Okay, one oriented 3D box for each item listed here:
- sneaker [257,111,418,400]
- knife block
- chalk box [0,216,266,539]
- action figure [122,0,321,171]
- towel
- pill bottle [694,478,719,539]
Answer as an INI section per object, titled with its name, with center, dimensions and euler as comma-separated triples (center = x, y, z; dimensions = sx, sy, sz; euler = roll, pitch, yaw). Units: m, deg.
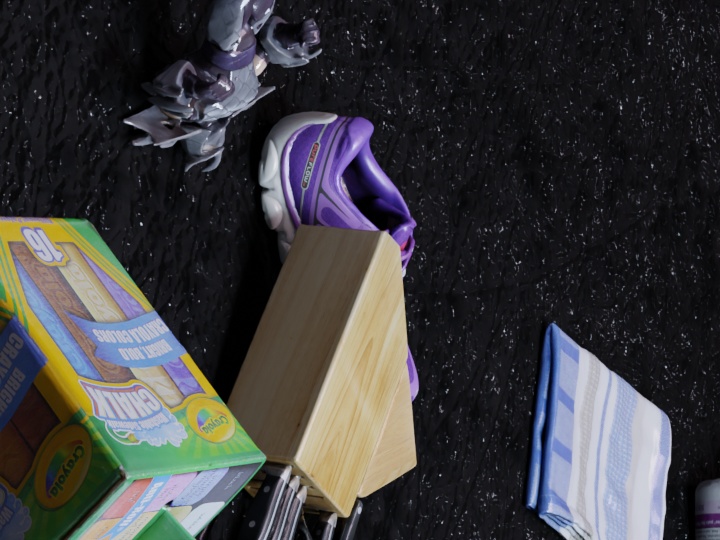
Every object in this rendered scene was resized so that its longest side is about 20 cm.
[sneaker]
center = 0.000, 0.000, 1.753
dimensions = 0.081, 0.083, 0.200
euler = -50, 129, -51
[knife block]
center = -0.042, 0.089, 1.661
dimensions = 0.175, 0.064, 0.201
euler = -24, 114, -54
[chalk box]
center = -0.142, 0.088, 1.353
dimensions = 0.200, 0.124, 0.124
euler = 52, 22, 19
[action figure]
center = -0.068, -0.136, 1.611
dimensions = 0.130, 0.069, 0.200
euler = -45, 157, -54
[towel]
center = 0.176, 0.138, 2.108
dimensions = 0.200, 0.024, 0.147
euler = 38, 53, -52
[pill bottle]
center = 0.315, 0.261, 2.248
dimensions = 0.112, 0.112, 0.201
euler = 13, 75, -60
